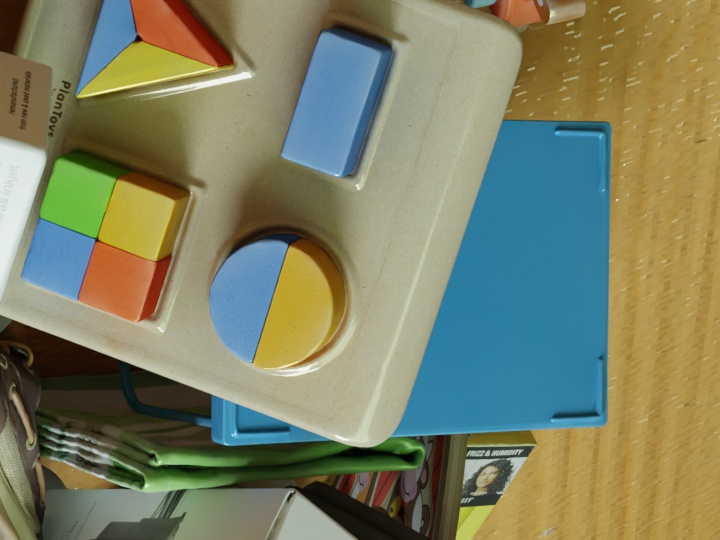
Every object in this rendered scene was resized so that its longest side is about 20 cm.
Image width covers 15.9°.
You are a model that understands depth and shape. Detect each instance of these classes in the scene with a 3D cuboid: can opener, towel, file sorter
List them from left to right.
[{"bbox_3d":[-0.079,0.071,1.220,0.148,0.200,0.031,-4,97,-30],"label":"towel"},{"bbox_3d":[-0.026,0.133,1.258,0.053,0.199,0.067,-6,114,-63],"label":"can opener"},{"bbox_3d":[0.000,0.000,1.182,0.199,0.122,0.140,-1,93,-30],"label":"file sorter"}]

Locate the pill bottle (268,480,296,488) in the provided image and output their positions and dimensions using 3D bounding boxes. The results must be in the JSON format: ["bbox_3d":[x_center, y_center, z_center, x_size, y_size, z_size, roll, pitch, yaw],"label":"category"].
[{"bbox_3d":[-0.088,0.182,1.388,0.116,0.117,0.201,-11,142,-19],"label":"pill bottle"}]

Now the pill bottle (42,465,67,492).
[{"bbox_3d":[-0.240,0.125,1.229,0.199,0.115,0.114,16,127,-43],"label":"pill bottle"}]

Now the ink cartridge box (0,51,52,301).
[{"bbox_3d":[-0.233,-0.028,0.990,0.199,0.084,0.145,16,115,-12],"label":"ink cartridge box"}]

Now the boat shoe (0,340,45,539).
[{"bbox_3d":[-0.178,0.060,1.146,0.072,0.072,0.201,-1,131,18],"label":"boat shoe"}]

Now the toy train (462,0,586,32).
[{"bbox_3d":[0.030,-0.139,1.117,0.199,0.056,0.151,-10,141,-21],"label":"toy train"}]

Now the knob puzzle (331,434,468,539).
[{"bbox_3d":[0.004,0.142,1.337,0.030,0.221,0.220,14,131,-17],"label":"knob puzzle"}]

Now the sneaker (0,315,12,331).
[{"bbox_3d":[-0.234,0.012,1.130,0.199,0.073,0.072,11,129,-41],"label":"sneaker"}]

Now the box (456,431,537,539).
[{"bbox_3d":[0.019,0.145,1.464,0.075,0.050,0.200,2,136,-34],"label":"box"}]

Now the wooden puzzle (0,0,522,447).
[{"bbox_3d":[-0.054,-0.042,1.048,0.199,0.046,0.186,19,99,3],"label":"wooden puzzle"}]

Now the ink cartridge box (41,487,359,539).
[{"bbox_3d":[-0.057,0.170,1.182,0.145,0.084,0.199,41,152,-30],"label":"ink cartridge box"}]
